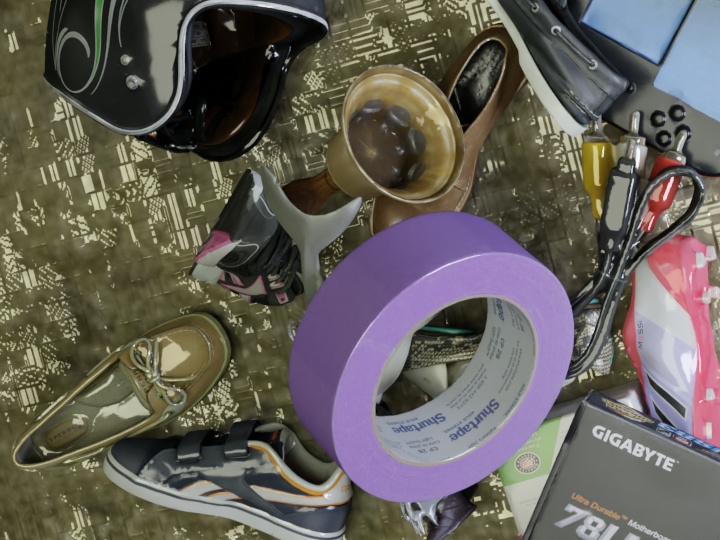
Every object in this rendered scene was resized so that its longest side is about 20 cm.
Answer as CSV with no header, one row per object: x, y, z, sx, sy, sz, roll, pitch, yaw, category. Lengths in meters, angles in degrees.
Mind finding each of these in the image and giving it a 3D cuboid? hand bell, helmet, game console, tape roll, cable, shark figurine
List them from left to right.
-0.128,-0.190,1.514,0.199,0.200,0.191,29,97,9,helmet
-0.021,-0.068,1.532,0.200,0.104,0.105,-29,91,52,hand bell
-0.016,0.008,1.469,0.089,0.214,0.129,31,95,37,shark figurine
0.051,0.062,1.438,0.066,0.199,0.201,42,112,47,tape roll
0.191,-0.013,1.496,0.097,0.050,0.201,15,101,10,cable
0.243,-0.187,1.490,0.176,0.031,0.201,29,105,9,game console

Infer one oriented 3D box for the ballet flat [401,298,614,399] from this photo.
0.094,0.067,1.552,0.199,0.068,0.076,-6,82,14,ballet flat

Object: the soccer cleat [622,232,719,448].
0.230,0.072,1.523,0.076,0.067,0.201,-1,97,28,soccer cleat

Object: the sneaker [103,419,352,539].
-0.101,0.153,1.620,0.199,0.078,0.080,16,109,1,sneaker

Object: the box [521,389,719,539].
0.215,0.217,1.486,0.199,0.050,0.199,25,105,9,box

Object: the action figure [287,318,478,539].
0.010,0.114,1.564,0.069,0.130,0.200,-39,92,-6,action figure

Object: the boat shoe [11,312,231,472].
-0.192,0.102,1.644,0.200,0.063,0.073,-28,91,18,boat shoe

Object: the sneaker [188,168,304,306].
-0.071,-0.017,1.537,0.086,0.200,0.081,29,83,-3,sneaker

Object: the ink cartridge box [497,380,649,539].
0.185,0.198,1.550,0.116,0.067,0.201,-17,93,17,ink cartridge box

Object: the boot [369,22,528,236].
0.059,-0.095,1.535,0.073,0.075,0.201,31,107,7,boot

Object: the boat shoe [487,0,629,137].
0.131,-0.198,1.484,0.066,0.074,0.200,-32,71,21,boat shoe
